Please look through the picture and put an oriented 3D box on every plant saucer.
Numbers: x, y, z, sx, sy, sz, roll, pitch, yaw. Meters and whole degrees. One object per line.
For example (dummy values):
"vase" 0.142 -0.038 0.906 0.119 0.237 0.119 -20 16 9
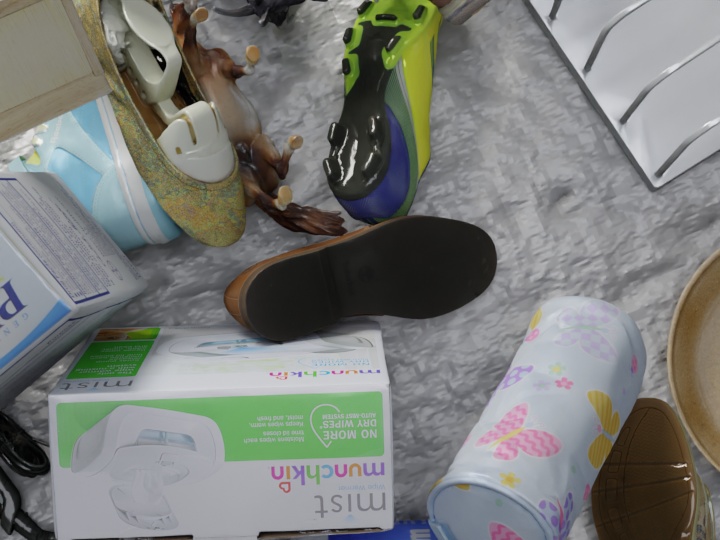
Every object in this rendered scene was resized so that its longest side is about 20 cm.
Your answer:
"plant saucer" 0.308 0.066 0.987 0.200 0.035 0.201 0 81 -1

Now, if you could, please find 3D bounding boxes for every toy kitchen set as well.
"toy kitchen set" -0.264 -0.098 0.947 0.180 0.200 0.163 -27 116 -11

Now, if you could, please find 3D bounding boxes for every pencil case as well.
"pencil case" 0.115 0.101 0.911 0.091 0.083 0.200 2 36 30

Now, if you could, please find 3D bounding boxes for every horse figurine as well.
"horse figurine" -0.083 -0.102 0.978 0.050 0.133 0.200 -29 97 -18

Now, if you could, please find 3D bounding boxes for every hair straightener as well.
"hair straightener" -0.261 0.107 0.970 0.200 0.041 0.077 44 83 6

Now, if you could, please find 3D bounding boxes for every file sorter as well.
"file sorter" 0.216 -0.184 0.983 0.139 0.125 0.200 -32 83 -5

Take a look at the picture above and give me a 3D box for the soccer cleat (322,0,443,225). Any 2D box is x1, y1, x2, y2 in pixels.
"soccer cleat" 0.024 -0.121 1.006 0.065 0.084 0.200 -1 61 31

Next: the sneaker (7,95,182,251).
"sneaker" -0.213 -0.092 0.988 0.130 0.080 0.200 -23 71 5

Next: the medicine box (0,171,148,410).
"medicine box" -0.243 0.035 0.848 0.182 0.200 0.103 -39 90 4

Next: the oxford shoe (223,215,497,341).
"oxford shoe" 0.000 0.000 0.971 0.200 0.071 0.071 -8 98 -26

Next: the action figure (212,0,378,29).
"action figure" -0.030 -0.225 0.986 0.119 0.102 0.200 16 63 25

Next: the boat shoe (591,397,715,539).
"boat shoe" 0.203 0.187 0.960 0.073 0.063 0.200 -9 78 27

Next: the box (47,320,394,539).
"box" -0.082 0.098 0.898 0.200 0.176 0.097 -1 99 0

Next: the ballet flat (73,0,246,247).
"ballet flat" -0.126 -0.110 0.926 0.071 0.071 0.200 -28 87 -5

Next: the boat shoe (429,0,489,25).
"boat shoe" 0.071 -0.256 0.980 0.072 0.076 0.200 31 44 -18

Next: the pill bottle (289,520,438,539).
"pill bottle" 0.010 0.218 0.920 0.200 0.112 0.112 -1 81 -2
